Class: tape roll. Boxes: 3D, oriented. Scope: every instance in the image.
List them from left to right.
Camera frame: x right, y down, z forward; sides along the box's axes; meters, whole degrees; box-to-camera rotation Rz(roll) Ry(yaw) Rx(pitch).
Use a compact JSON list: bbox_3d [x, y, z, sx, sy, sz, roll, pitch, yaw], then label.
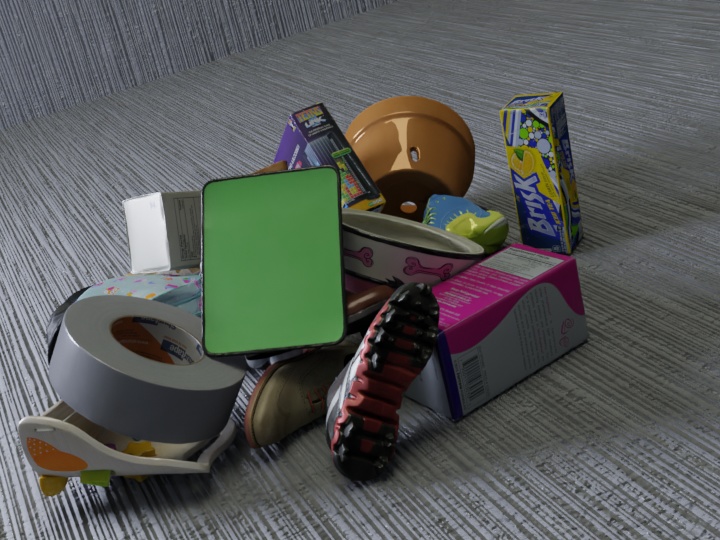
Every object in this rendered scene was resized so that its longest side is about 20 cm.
[{"bbox_3d":[-0.223,0.101,1.167,0.199,0.067,0.200,20,17,-6],"label":"tape roll"}]

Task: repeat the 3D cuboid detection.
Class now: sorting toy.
[{"bbox_3d":[-0.229,0.176,1.162,0.178,0.108,0.200,5,15,11],"label":"sorting toy"}]

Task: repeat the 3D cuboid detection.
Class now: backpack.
[{"bbox_3d":[-0.279,0.071,1.390,0.198,0.128,0.167,-1,22,23],"label":"backpack"}]

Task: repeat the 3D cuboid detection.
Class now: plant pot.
[{"bbox_3d":[0.068,-0.129,1.587,0.198,0.201,0.141,-10,39,11],"label":"plant pot"}]

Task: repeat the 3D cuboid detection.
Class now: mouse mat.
[{"bbox_3d":[-0.094,-0.011,1.177,0.159,0.202,0.008,-6,-16,11],"label":"mouse mat"}]

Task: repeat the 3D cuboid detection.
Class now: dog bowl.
[{"bbox_3d":[0.041,-0.013,1.284,0.198,0.074,0.200,13,11,-2],"label":"dog bowl"}]

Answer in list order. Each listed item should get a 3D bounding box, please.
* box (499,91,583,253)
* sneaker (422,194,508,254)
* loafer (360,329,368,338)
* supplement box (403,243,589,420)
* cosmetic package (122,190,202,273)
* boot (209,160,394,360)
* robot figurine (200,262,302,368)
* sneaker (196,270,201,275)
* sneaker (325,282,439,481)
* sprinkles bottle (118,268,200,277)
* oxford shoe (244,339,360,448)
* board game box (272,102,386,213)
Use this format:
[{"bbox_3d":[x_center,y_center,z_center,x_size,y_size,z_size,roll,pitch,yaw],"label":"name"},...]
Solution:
[{"bbox_3d":[0.237,-0.124,1.433,0.069,0.202,0.064,1,25,30],"label":"box"},{"bbox_3d":[0.101,-0.043,1.463,0.199,0.076,0.105,-20,46,-41],"label":"sneaker"},{"bbox_3d":[0.045,0.061,1.311,0.072,0.073,0.200,12,14,-11],"label":"loafer"},{"bbox_3d":[0.138,0.060,1.191,0.199,0.102,0.103,-26,24,-27],"label":"supplement box"},{"bbox_3d":[-0.211,-0.055,1.486,0.087,0.104,0.199,-6,0,41],"label":"cosmetic package"},{"bbox_3d":[-0.064,-0.021,1.209,0.187,0.202,0.068,-18,-12,21],"label":"boot"},{"bbox_3d":[-0.119,0.018,1.314,0.168,0.202,0.113,0,25,33],"label":"robot figurine"},{"bbox_3d":[-0.143,0.028,1.509,0.198,0.074,0.082,-4,-4,30],"label":"sneaker"},{"bbox_3d":[0.015,0.104,1.097,0.070,0.202,0.098,22,-3,-19],"label":"sneaker"},{"bbox_3d":[-0.262,0.000,1.620,0.199,0.069,0.068,-31,28,-34],"label":"sprinkles bottle"},{"bbox_3d":[-0.052,0.127,1.193,0.074,0.071,0.200,3,28,31],"label":"oxford shoe"},{"bbox_3d":[-0.053,-0.099,1.483,0.056,0.166,0.200,-26,-17,-26],"label":"board game box"}]
